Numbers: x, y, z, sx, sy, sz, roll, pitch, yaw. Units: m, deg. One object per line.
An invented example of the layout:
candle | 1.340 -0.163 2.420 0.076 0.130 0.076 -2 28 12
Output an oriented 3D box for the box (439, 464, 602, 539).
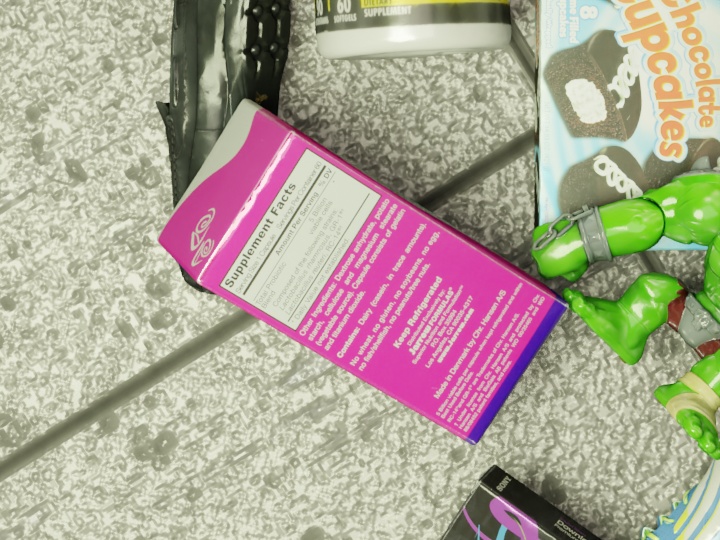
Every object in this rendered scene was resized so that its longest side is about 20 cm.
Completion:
box | 0.120 0.225 1.350 0.200 0.036 0.143 35 116 8

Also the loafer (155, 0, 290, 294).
loafer | -0.086 -0.087 1.367 0.070 0.068 0.201 13 102 35

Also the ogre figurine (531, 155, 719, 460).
ogre figurine | 0.201 0.021 1.324 0.120 0.098 0.200 -44 61 4

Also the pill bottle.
pill bottle | 0.025 -0.224 1.329 0.114 0.114 0.201 -4 93 0

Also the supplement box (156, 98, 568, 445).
supplement box | 0.000 0.000 1.316 0.200 0.101 0.103 33 92 -22

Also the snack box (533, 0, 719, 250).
snack box | 0.162 -0.112 1.373 0.116 0.037 0.201 0 93 -1

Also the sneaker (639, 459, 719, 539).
sneaker | 0.183 0.174 1.370 0.105 0.076 0.201 12 94 0
